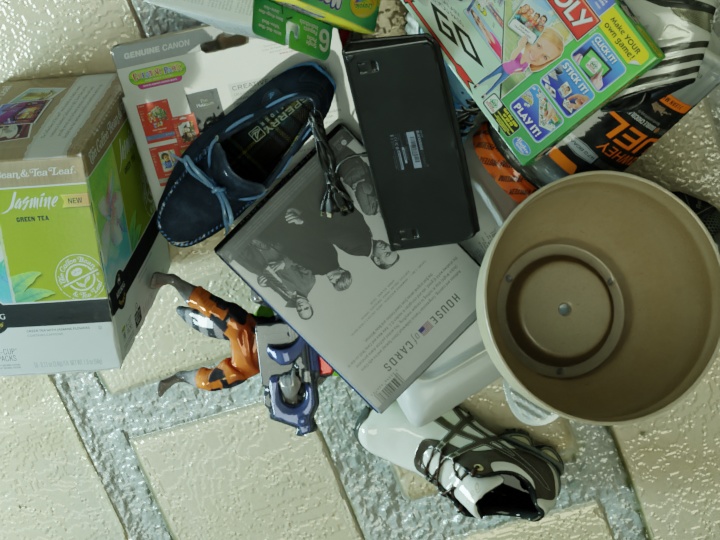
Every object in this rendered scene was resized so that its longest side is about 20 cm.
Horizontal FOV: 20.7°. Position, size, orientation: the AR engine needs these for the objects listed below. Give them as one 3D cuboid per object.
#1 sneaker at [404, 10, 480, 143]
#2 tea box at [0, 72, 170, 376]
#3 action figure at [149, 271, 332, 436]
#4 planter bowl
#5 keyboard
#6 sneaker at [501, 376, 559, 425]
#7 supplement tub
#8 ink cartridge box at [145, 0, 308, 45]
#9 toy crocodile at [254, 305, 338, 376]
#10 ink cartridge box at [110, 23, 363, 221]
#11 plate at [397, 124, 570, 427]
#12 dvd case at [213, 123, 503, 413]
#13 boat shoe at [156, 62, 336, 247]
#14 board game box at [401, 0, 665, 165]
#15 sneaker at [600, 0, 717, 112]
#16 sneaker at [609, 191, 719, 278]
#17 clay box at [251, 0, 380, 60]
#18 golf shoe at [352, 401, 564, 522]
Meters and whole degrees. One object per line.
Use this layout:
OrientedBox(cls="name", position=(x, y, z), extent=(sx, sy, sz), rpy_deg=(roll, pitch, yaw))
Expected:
OrientedBox(cls="sneaker", position=(0.075, -0.142, 1.586), extent=(0.090, 0.078, 0.200), rpy_deg=(35, 136, 30))
OrientedBox(cls="tea box", position=(-0.257, -0.043, 1.673), extent=(0.133, 0.200, 0.197), rpy_deg=(-4, 115, 9))
OrientedBox(cls="action figure", position=(-0.082, 0.034, 1.708), extent=(0.193, 0.105, 0.200), rpy_deg=(4, 102, 11))
OrientedBox(cls="planter bowl", position=(0.181, 0.027, 1.599), extent=(0.200, 0.135, 0.201), rpy_deg=(1, 85, -11))
OrientedBox(cls="keyboard", position=(0.019, -0.098, 1.568), extent=(0.127, 0.021, 0.200), rpy_deg=(-7, 127, 10))
OrientedBox(cls="sneaker", position=(0.148, 0.034, 1.740), extent=(0.078, 0.079, 0.200), rpy_deg=(-6, 92, 17))
OrientedBox(cls="supplement tub", position=(0.194, -0.143, 1.619), extent=(0.122, 0.123, 0.200), rpy_deg=(41, 113, -13))
OrientedBox(cls="ink cartridge box", position=(-0.115, -0.281, 1.598), extent=(0.200, 0.057, 0.163), rpy_deg=(14, 83, 21))
OrientedBox(cls="toy crocodile", position=(-0.004, 0.075, 1.782), extent=(0.200, 0.062, 0.068), rpy_deg=(10, 157, 1))
OrientedBox(cls="ink cartridge box", position=(-0.091, -0.141, 1.673), extent=(0.200, 0.084, 0.176), rpy_deg=(-11, 113, 11))
OrientedBox(cls="plate", position=(0.075, 0.006, 1.705), extent=(0.200, 0.032, 0.200), rpy_deg=(-32, 82, 15))
OrientedBox(cls="dvd case", position=(0.000, 0.000, 1.643), extent=(0.150, 0.025, 0.200), rpy_deg=(-45, 105, 0))
OrientedBox(cls="boat shoe", position=(-0.104, -0.093, 1.611), extent=(0.084, 0.069, 0.200), rpy_deg=(35, 112, -10))
OrientedBox(cls="board game box", position=(0.119, -0.200, 1.495), extent=(0.135, 0.029, 0.200), rpy_deg=(-39, 82, 24))
OrientedBox(cls="sneaker", position=(0.172, -0.185, 1.519), extent=(0.200, 0.076, 0.116), rpy_deg=(15, 93, 27))
OrientedBox(cls="sneaker", position=(0.232, 0.011, 1.717), extent=(0.114, 0.076, 0.200), rpy_deg=(32, 111, -7))
OrientedBox(cls="clay box", position=(-0.021, -0.267, 1.519), extent=(0.048, 0.115, 0.200), rpy_deg=(10, 89, 33))
OrientedBox(cls="golf shoe", position=(0.088, 0.174, 1.798), extent=(0.200, 0.095, 0.078), rpy_deg=(15, 117, 1))
